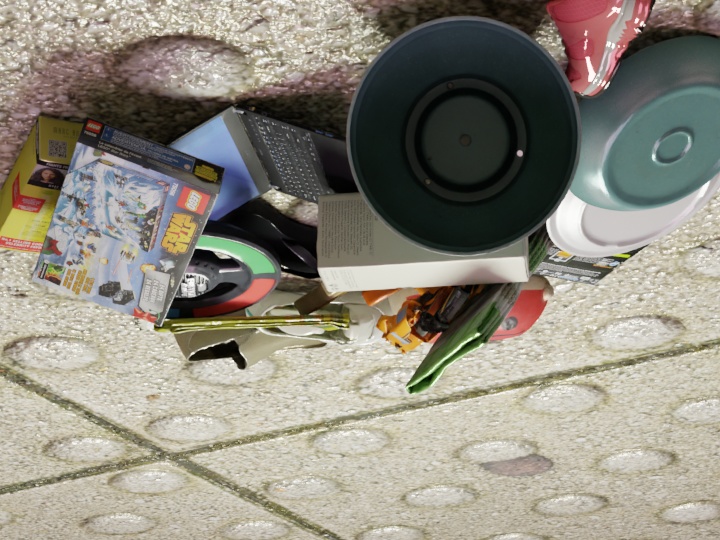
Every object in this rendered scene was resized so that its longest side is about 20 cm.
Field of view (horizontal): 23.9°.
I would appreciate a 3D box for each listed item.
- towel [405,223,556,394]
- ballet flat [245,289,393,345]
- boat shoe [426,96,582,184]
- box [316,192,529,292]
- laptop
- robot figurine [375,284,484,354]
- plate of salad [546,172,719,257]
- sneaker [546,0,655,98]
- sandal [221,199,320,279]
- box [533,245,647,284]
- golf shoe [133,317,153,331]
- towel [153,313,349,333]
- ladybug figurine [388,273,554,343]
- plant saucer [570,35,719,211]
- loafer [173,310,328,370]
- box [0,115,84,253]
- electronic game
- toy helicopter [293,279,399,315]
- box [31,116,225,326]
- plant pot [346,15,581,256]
[{"bbox_3d":[0.130,0.034,1.706,0.031,0.200,0.149,40,142,-3],"label":"towel"},{"bbox_3d":[-0.034,0.060,1.972,0.198,0.070,0.070,5,155,-10],"label":"ballet flat"},{"bbox_3d":[0.153,-0.115,1.615,0.200,0.070,0.071,-21,140,29],"label":"boat shoe"},{"bbox_3d":[0.060,-0.031,1.625,0.198,0.083,0.068,-2,158,8],"label":"box"},{"bbox_3d":[-0.096,-0.072,1.639,0.199,0.104,0.177,19,162,18],"label":"laptop"},{"bbox_3d":[0.084,0.011,1.737,0.058,0.146,0.200,33,153,-5],"label":"robot figurine"},{"bbox_3d":[0.270,-0.087,1.666,0.199,0.048,0.201,-16,146,-11],"label":"plate of salad"},{"bbox_3d":[0.192,-0.217,1.429,0.086,0.074,0.200,25,158,1],"label":"sneaker"},{"bbox_3d":[-0.082,-0.022,1.832,0.076,0.043,0.199,-23,149,35],"label":"sandal"},{"bbox_3d":[0.212,-0.054,1.793,0.199,0.048,0.193,9,150,-23],"label":"box"},{"bbox_3d":[-0.203,0.009,1.858,0.096,0.079,0.200,-4,157,-11],"label":"golf shoe"},{"bbox_3d":[-0.116,0.060,1.828,0.198,0.018,0.086,-1,174,-19],"label":"towel"},{"bbox_3d":[0.124,0.041,1.927,0.199,0.073,0.135,-7,165,30],"label":"ladybug figurine"},{"bbox_3d":[0.279,-0.122,1.558,0.199,0.036,0.201,-14,137,-14],"label":"plant saucer"},{"bbox_3d":[-0.126,0.082,2.026,0.198,0.069,0.076,1,155,-7],"label":"loafer"},{"bbox_3d":[-0.306,-0.080,1.675,0.075,0.050,0.200,8,154,-24],"label":"box"},{"bbox_3d":[-0.179,0.002,1.728,0.198,0.042,0.200,-3,153,-2],"label":"electronic game"},{"bbox_3d":[0.000,0.000,1.808,0.132,0.079,0.200,-28,178,-42],"label":"toy helicopter"},{"bbox_3d":[-0.221,-0.042,1.601,0.136,0.040,0.200,21,135,-9],"label":"box"},{"bbox_3d":[0.091,-0.117,1.500,0.199,0.202,0.134,-5,-177,4],"label":"plant pot"}]
